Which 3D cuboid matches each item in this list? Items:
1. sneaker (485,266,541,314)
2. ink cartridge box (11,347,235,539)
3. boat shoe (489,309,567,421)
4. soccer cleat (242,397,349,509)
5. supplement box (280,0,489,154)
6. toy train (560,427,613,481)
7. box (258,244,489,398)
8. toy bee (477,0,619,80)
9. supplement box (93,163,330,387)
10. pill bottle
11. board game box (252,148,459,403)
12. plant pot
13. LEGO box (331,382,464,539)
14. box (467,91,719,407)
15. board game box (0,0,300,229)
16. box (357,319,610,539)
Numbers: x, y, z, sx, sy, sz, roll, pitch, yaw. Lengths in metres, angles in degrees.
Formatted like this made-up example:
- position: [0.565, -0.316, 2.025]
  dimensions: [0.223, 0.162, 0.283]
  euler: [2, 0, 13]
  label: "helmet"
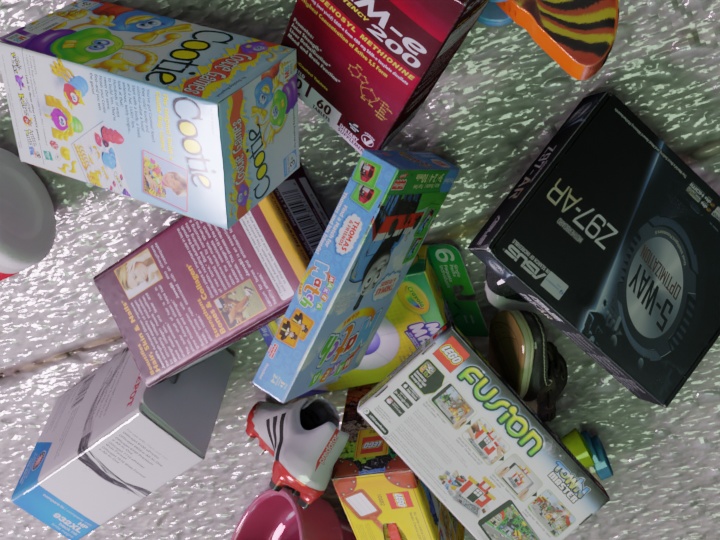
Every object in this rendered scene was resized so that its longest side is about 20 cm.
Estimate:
- position: [0.205, -0.015, 0.850]
  dimensions: [0.199, 0.073, 0.112]
  euler: [1, 127, 9]
  label: "sneaker"
- position: [-0.229, 0.152, 0.986]
  dimensions: [0.200, 0.145, 0.084]
  euler: [-34, 115, 27]
  label: "ink cartridge box"
- position: [0.156, 0.089, 0.923]
  dimensions: [0.065, 0.073, 0.200]
  euler: [-15, 151, -5]
  label: "boat shoe"
- position: [-0.059, 0.153, 0.957]
  dimensions: [0.069, 0.200, 0.085]
  euler: [36, 90, -16]
  label: "soccer cleat"
- position: [0.013, -0.173, 0.702]
  dimensions: [0.109, 0.061, 0.200]
  euler: [42, 151, 3]
  label: "supplement box"
- position: [0.168, 0.187, 0.955]
  dimensions: [0.115, 0.085, 0.200]
  euler: [-29, 153, 12]
  label: "toy train"
- position: [0.011, 0.048, 0.941]
  dimensions: [0.199, 0.048, 0.118]
  euler: [-15, 122, 16]
  label: "box"
- position: [0.105, -0.228, 0.689]
  dimensions: [0.200, 0.131, 0.109]
  euler: [35, 91, -13]
  label: "toy bee"
- position: [-0.119, 0.004, 0.878]
  dimensions: [0.200, 0.086, 0.111]
  euler: [-30, 86, 26]
  label: "supplement box"
- position: [-0.382, -0.024, 0.901]
  dimensions: [0.199, 0.112, 0.112]
  euler: [-22, 120, 22]
  label: "pill bottle"
- position: [0.000, 0.000, 0.808]
  dimensions: [0.037, 0.151, 0.200]
  euler: [32, 107, 16]
  label: "board game box"
- position: [-0.035, 0.352, 1.088]
  dimensions: [0.179, 0.200, 0.200]
  euler: [20, 127, -26]
  label: "plant pot"
- position: [0.044, 0.215, 0.992]
  dimensions: [0.077, 0.149, 0.200]
  euler: [-10, 124, 15]
  label: "LEGO box"
- position: [0.209, -0.016, 0.801]
  dimensions: [0.200, 0.044, 0.160]
  euler: [41, 83, -11]
  label: "box"
- position: [-0.157, -0.124, 0.764]
  dimensions: [0.199, 0.103, 0.105]
  euler: [19, 130, 22]
  label: "board game box"
- position: [0.104, 0.153, 0.859]
  dimensions: [0.110, 0.035, 0.200]
  euler: [-42, 93, 7]
  label: "box"
